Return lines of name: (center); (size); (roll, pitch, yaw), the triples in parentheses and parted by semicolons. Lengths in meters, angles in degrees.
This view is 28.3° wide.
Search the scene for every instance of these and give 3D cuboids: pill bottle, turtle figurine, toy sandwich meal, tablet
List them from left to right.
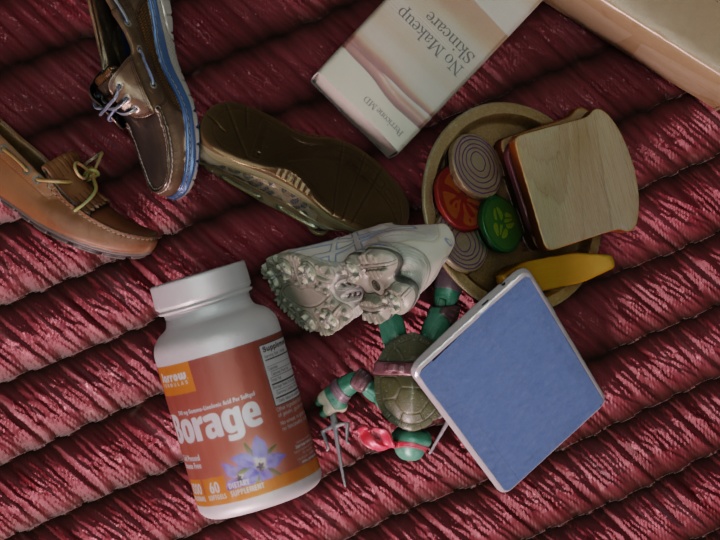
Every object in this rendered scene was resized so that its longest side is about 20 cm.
pill bottle: (-0.111, 0.099, 1.213); (0.111, 0.112, 0.202); (-17, 92, -4)
turtle figurine: (0.044, 0.090, 1.236); (0.149, 0.101, 0.202); (7, 81, -14)
tablet: (0.130, 0.098, 1.224); (0.130, 0.014, 0.200); (-41, 132, -5)
toy sandwich meal: (0.148, -0.059, 1.227); (0.204, 0.070, 0.207); (5, 79, -26)

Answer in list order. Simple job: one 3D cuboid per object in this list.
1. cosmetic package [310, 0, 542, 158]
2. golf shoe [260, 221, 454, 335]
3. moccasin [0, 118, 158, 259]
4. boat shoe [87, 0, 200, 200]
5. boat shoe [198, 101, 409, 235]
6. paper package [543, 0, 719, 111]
cosmetic package: (0.061, -0.204, 1.235); (0.103, 0.087, 0.200); (42, 88, -5)
golf shoe: (0.000, 0.000, 1.205); (0.097, 0.199, 0.079); (-37, 112, -35)
moccasin: (-0.260, -0.076, 1.222); (0.201, 0.074, 0.078); (32, 98, 5)
boat shoe: (-0.193, -0.156, 1.214); (0.072, 0.072, 0.202); (-8, 81, -39)
boat shoe: (-0.051, -0.081, 1.248); (0.199, 0.063, 0.074); (28, 62, -7)
paper package: (0.285, -0.275, 1.245); (0.199, 0.103, 0.191); (30, 87, -4)
